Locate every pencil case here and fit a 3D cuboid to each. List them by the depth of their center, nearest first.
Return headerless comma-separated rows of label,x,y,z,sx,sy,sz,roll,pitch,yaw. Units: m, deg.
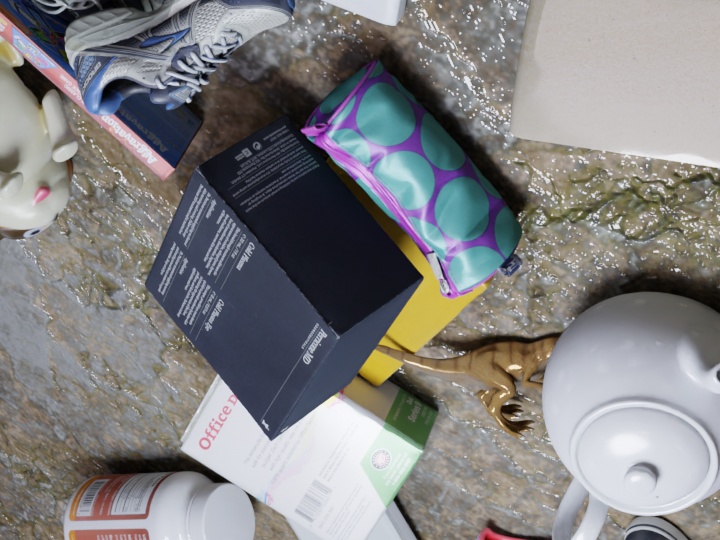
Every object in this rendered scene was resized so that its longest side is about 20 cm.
pencil case,0.044,-0.070,1.455,0.200,0.093,0.085,48,149,-15

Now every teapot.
teapot,0.231,0.129,1.468,0.195,0.147,0.201,-7,125,21

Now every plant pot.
plant pot,0.217,-0.195,1.157,0.198,0.200,0.179,11,125,23

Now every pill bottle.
pill bottle,-0.214,0.273,1.942,0.198,0.113,0.113,-6,127,37

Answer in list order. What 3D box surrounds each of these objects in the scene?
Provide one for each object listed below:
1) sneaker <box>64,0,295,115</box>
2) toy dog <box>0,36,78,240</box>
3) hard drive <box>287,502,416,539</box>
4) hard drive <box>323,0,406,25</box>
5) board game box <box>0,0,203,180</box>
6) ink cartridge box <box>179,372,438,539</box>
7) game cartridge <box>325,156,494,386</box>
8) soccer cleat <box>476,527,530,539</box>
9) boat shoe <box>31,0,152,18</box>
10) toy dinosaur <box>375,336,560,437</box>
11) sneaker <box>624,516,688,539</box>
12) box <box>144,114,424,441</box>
sneaker,-0.139,-0.171,1.439,0.198,0.086,0.077,-15,160,20
toy dog,-0.336,-0.115,1.620,0.193,0.140,0.201,7,135,45
hard drive,-0.021,0.246,1.849,0.131,0.026,0.201,-6,126,36
hard drive,-0.018,-0.284,1.332,0.131,0.026,0.201,22,138,12
board game box,-0.222,-0.167,1.519,0.200,0.103,0.019,42,115,-11
ink cartridge box,-0.049,0.149,1.702,0.199,0.088,0.146,31,116,-1
game cartridge,0.000,0.000,1.603,0.176,0.033,0.200,38,137,-7
soccer cleat,0.199,0.304,1.750,0.198,0.068,0.074,13,132,25
boat shoe,-0.237,-0.247,1.479,0.074,0.062,0.201,-9,126,31
toy dinosaur,0.113,0.090,1.607,0.198,0.060,0.107,-7,112,22
sneaker,0.316,0.318,1.679,0.199,0.080,0.078,36,139,-7
box,-0.069,0.010,1.514,0.183,0.104,0.200,50,147,11
